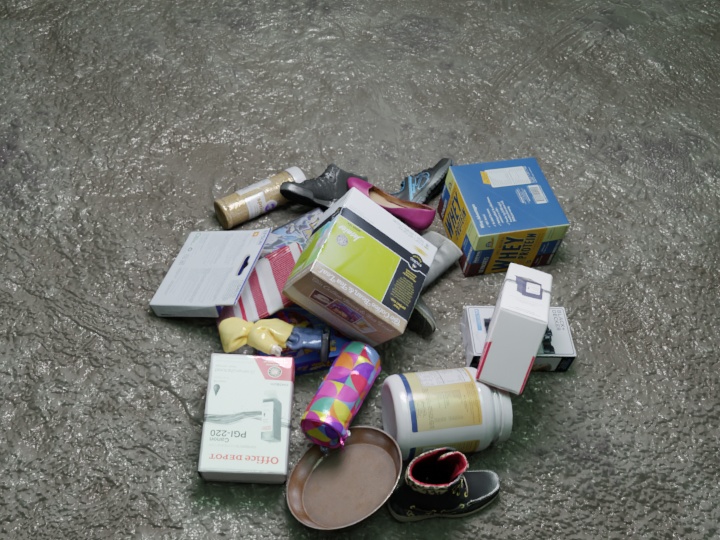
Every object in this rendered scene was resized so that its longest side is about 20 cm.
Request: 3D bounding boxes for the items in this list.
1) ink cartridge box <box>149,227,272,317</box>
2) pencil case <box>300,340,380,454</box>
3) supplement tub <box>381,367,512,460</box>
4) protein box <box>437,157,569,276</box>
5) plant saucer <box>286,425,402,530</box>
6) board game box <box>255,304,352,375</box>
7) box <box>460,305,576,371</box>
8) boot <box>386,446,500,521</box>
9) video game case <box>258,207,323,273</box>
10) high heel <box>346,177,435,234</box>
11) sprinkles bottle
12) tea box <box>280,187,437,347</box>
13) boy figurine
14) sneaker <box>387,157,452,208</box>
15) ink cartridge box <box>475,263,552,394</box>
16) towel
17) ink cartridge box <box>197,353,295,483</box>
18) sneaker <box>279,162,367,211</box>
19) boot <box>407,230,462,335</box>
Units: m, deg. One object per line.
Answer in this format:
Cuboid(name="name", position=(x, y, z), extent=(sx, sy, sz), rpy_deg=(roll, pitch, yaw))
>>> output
Cuboid(name="ink cartridge box", position=(-0.277, 0.003, 1.440), extent=(0.200, 0.041, 0.200), rpy_deg=(-1, 47, 26))
Cuboid(name="pencil case", position=(-0.030, 0.215, 1.295), extent=(0.088, 0.088, 0.200), rpy_deg=(20, 47, 9))
Cuboid(name="supplement tub", position=(0.145, 0.243, 1.291), extent=(0.200, 0.145, 0.145), rpy_deg=(-4, 53, -11))
Cuboid(name="protein box", position=(0.295, -0.116, 1.591), extent=(0.200, 0.135, 0.199), rpy_deg=(-8, 54, -13))
Cuboid(name="plant saucer", position=(-0.022, 0.340, 1.218), extent=(0.200, 0.035, 0.200), rpy_deg=(-18, 32, 12))
Cuboid(name="board game box", position=(-0.099, 0.122, 1.416), extent=(0.200, 0.045, 0.135), rpy_deg=(-10, 55, -14))
Cuboid(name="box", position=(0.301, 0.130, 1.450), extent=(0.199, 0.060, 0.117), rpy_deg=(2, 53, -6))
Cuboid(name="boot", position=(0.147, 0.340, 1.212), extent=(0.200, 0.151, 0.073), rpy_deg=(-5, 53, -12))
Cuboid(name="video game case", position=(-0.111, -0.034, 1.505), extent=(0.181, 0.026, 0.200), rpy_deg=(-28, 46, -17))
Cuboid(name="high heel", position=(0.066, -0.154, 1.582), extent=(0.200, 0.096, 0.067), rpy_deg=(35, 43, 1))
Cuboid(name="sprinkles bottle", position=(-0.210, -0.156, 1.601), extent=(0.200, 0.068, 0.068), rpy_deg=(-27, 60, -24))
Cuboid(name="tea box", position=(0.000, 0.000, 1.354), extent=(0.200, 0.134, 0.197), rpy_deg=(35, 57, -15))
Cuboid(name="boy figurine", position=(-0.153, 0.122, 1.329), extent=(0.199, 0.065, 0.124), rpy_deg=(4, 16, -1))
Cuboid(name="sneaker", position=(0.137, -0.196, 1.672), extent=(0.082, 0.073, 0.200), rpy_deg=(30, 55, 15))
Cuboid(name="ink cartridge box", position=(0.268, 0.095, 1.301), extent=(0.084, 0.145, 0.200), rpy_deg=(18, 26, 9))
Cuboid(name="towel", position=(-0.188, 0.033, 1.424), extent=(0.200, 0.023, 0.144), rpy_deg=(-25, 46, 0))
Cuboid(name="ink cartridge box", position=(-0.188, 0.248, 1.259), extent=(0.145, 0.085, 0.200), rpy_deg=(3, 67, -4))
Cuboid(name="sneaker", position=(-0.077, -0.184, 1.608), extent=(0.200, 0.060, 0.104), rpy_deg=(18, 74, -31))
Cuboid(name="boot", position=(0.136, 0.021, 1.517), extent=(0.200, 0.073, 0.182), rpy_deg=(-33, 63, -34))
